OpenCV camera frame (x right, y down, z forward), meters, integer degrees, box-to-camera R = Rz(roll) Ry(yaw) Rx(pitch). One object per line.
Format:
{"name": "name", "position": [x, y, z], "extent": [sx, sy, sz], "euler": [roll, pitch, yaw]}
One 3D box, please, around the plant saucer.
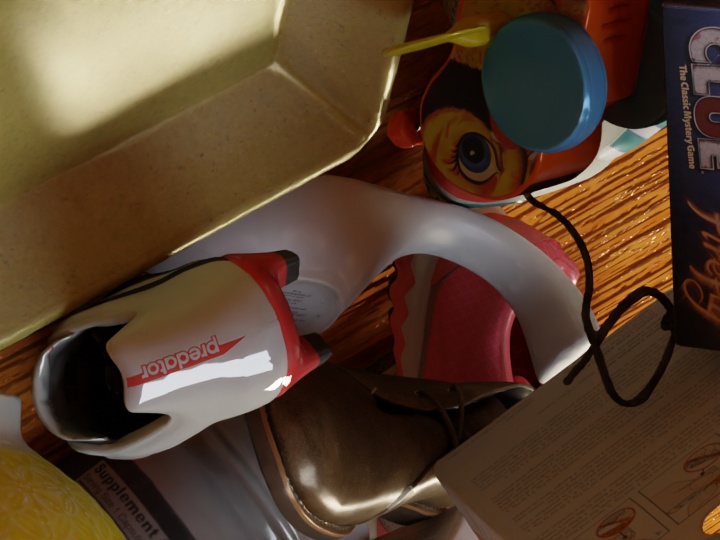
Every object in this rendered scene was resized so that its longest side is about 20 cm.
{"name": "plant saucer", "position": [-0.069, -0.076, 0.908], "extent": [0.200, 0.048, 0.200], "euler": [-30, 155, -28]}

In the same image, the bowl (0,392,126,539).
{"name": "bowl", "position": [-0.159, 0.092, 0.955], "extent": [0.200, 0.199, 0.108], "euler": [13, 80, -63]}

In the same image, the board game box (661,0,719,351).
{"name": "board game box", "position": [0.154, -0.081, 1.014], "extent": [0.200, 0.034, 0.136], "euler": [-56, 147, -49]}

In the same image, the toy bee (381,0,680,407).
{"name": "toy bee", "position": [0.052, -0.067, 0.978], "extent": [0.131, 0.108, 0.201], "euler": [14, 90, -50]}

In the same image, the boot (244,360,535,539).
{"name": "boot", "position": [0.016, 0.061, 1.092], "extent": [0.075, 0.074, 0.200], "euler": [-19, 170, 20]}

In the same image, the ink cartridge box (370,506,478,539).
{"name": "ink cartridge box", "position": [-0.002, 0.214, 1.141], "extent": [0.128, 0.125, 0.200], "euler": [-25, -162, 33]}

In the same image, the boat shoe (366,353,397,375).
{"name": "boat shoe", "position": [-0.009, 0.114, 1.289], "extent": [0.202, 0.075, 0.075], "euler": [-41, 158, -3]}

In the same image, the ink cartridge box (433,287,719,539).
{"name": "ink cartridge box", "position": [0.126, 0.064, 0.984], "extent": [0.162, 0.050, 0.200], "euler": [-36, -158, -5]}

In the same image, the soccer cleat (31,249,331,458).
{"name": "soccer cleat", "position": [-0.084, 0.036, 0.996], "extent": [0.085, 0.069, 0.200], "euler": [-20, -179, -27]}

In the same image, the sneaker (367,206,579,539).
{"name": "sneaker", "position": [0.051, 0.071, 1.212], "extent": [0.074, 0.087, 0.201], "euler": [-8, 109, -39]}

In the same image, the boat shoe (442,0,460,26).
{"name": "boat shoe", "position": [0.125, -0.131, 1.089], "extent": [0.200, 0.071, 0.072], "euler": [-37, 156, -17]}

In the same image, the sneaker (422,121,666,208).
{"name": "sneaker", "position": [0.104, -0.086, 1.165], "extent": [0.199, 0.070, 0.093], "euler": [-32, 173, -25]}

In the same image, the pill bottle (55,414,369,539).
{"name": "pill bottle", "position": [-0.102, 0.133, 1.142], "extent": [0.200, 0.113, 0.113], "euler": [-36, 157, -13]}

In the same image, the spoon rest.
{"name": "spoon rest", "position": [0.000, 0.000, 1.109], "extent": [0.199, 0.061, 0.099], "euler": [11, 141, -34]}
